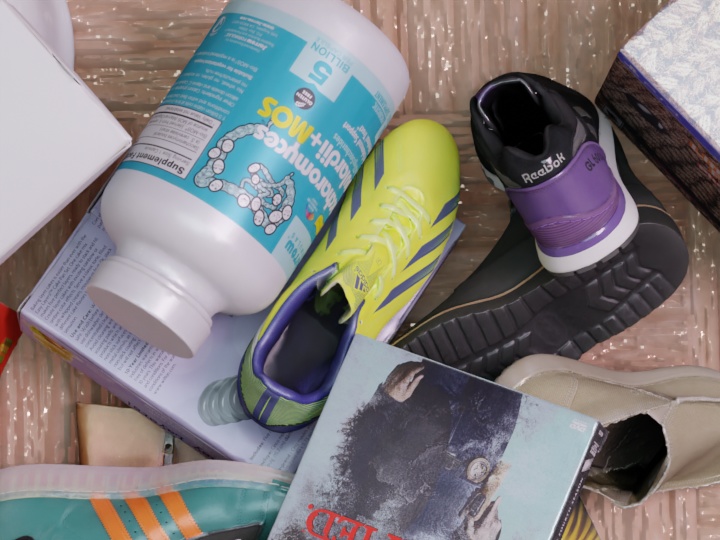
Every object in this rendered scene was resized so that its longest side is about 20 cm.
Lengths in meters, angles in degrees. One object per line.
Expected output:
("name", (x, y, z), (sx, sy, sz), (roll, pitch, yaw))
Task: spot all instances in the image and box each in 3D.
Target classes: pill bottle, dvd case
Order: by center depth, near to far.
("dvd case", (0.024, 0.147, 1.513), (0.146, 0.022, 0.200), (20, 79, 19))
("pill bottle", (-0.067, -0.053, 1.579), (0.111, 0.111, 0.200), (31, 76, 3))

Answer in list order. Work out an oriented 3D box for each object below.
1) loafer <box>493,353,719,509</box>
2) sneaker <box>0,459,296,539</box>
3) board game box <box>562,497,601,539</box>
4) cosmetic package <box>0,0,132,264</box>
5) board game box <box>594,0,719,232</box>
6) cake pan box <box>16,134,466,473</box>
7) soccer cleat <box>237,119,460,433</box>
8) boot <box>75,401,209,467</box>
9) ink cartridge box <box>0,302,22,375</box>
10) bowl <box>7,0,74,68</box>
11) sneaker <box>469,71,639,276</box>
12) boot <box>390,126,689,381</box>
("loafer", (0.153, 0.096, 1.598), (0.076, 0.200, 0.068), (-60, 43, 28))
("sneaker", (-0.110, 0.151, 1.584), (0.200, 0.071, 0.080), (-2, 65, 16))
("board game box", (0.033, 0.169, 1.635), (0.200, 0.035, 0.126), (-28, 105, -3))
("cosmetic package", (-0.229, -0.042, 1.569), (0.200, 0.085, 0.108), (-40, 94, -2))
("board game box", (0.222, -0.082, 1.590), (0.097, 0.200, 0.159), (-44, 86, -3))
("cake pan box", (-0.065, 0.000, 1.647), (0.184, 0.052, 0.200), (33, 76, 1))
("soccer cleat", (0.001, 0.001, 1.585), (0.065, 0.084, 0.200), (32, 74, 2))
("boot", (-0.154, 0.173, 1.641), (0.188, 0.068, 0.200), (1, 85, 1))
("ink cartridge box", (-0.220, 0.117, 1.600), (0.050, 0.162, 0.200), (25, 85, 7))
("bowl", (-0.265, -0.129, 1.655), (0.201, 0.090, 0.201), (0, 85, 0))
("sneaker", (0.094, -0.081, 1.591), (0.076, 0.200, 0.088), (-32, 117, 3))
("boot", (0.083, 0.006, 1.637), (0.200, 0.138, 0.077), (-28, 120, 8))
